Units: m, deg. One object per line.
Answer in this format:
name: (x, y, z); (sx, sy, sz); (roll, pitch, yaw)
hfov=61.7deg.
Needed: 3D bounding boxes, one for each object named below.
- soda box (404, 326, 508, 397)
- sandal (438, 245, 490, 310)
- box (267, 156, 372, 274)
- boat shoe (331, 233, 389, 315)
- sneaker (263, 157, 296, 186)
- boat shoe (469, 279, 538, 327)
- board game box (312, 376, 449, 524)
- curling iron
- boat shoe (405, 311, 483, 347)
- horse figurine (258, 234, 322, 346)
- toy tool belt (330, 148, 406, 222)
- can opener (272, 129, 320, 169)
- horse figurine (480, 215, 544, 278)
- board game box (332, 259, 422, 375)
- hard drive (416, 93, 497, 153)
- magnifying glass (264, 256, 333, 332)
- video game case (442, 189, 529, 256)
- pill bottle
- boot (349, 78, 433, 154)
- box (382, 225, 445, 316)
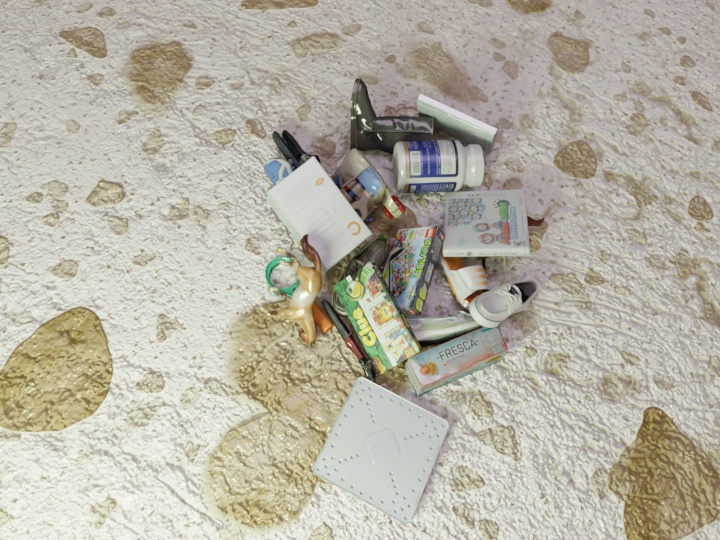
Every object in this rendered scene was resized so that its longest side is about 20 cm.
soda box: (0.189, 0.176, 1.191); (0.196, 0.069, 0.064); (-19, 64, -14)
sandal: (0.220, 0.000, 1.277); (0.078, 0.059, 0.209); (-9, 59, -39)
box: (-0.088, -0.113, 1.263); (0.124, 0.097, 0.201); (-38, 91, -11)
boat shoe: (0.000, 0.000, 1.273); (0.072, 0.065, 0.202); (26, 65, 8)
sneaker: (-0.161, -0.174, 1.348); (0.076, 0.076, 0.200); (-33, 68, -23)
boat shoe: (0.295, 0.059, 1.212); (0.197, 0.066, 0.073); (-9, 56, -42)
board game box: (0.040, 0.331, 1.124); (0.197, 0.026, 0.202); (25, 63, 9)
curling iron: (-0.021, 0.136, 1.213); (0.025, 0.050, 0.201); (-27, 65, -16)
boat shoe: (0.162, 0.112, 1.222); (0.197, 0.075, 0.066); (-12, 66, -1)
horse figurine: (-0.123, 0.036, 1.189); (0.131, 0.050, 0.203); (27, 107, 19)
toy tool belt: (0.003, -0.165, 1.347); (0.123, 0.124, 0.201); (-41, 65, 11)
can opener: (-0.154, -0.267, 1.400); (0.063, 0.079, 0.201); (-10, 49, -39)
horse figurine: (0.308, -0.073, 1.336); (0.198, 0.050, 0.133); (-31, 59, -11)
board game box: (0.032, 0.093, 1.193); (0.104, 0.023, 0.202); (-34, 79, 26)
hard drive: (0.229, -0.348, 1.436); (0.197, 0.132, 0.027); (28, 88, 11)
magnifying glass: (-0.127, 0.050, 1.265); (0.079, 0.023, 0.200); (-35, 70, -20)
video game case: (0.273, -0.106, 1.318); (0.178, 0.024, 0.202); (-1, 45, 12)
pill bottle: (0.177, -0.238, 1.381); (0.195, 0.116, 0.118); (-2, 62, -5)
boot: (0.076, -0.357, 1.425); (0.195, 0.186, 0.073); (3, 20, 8)
box: (0.101, 0.001, 1.264); (0.108, 0.035, 0.203); (-4, 54, 38)
